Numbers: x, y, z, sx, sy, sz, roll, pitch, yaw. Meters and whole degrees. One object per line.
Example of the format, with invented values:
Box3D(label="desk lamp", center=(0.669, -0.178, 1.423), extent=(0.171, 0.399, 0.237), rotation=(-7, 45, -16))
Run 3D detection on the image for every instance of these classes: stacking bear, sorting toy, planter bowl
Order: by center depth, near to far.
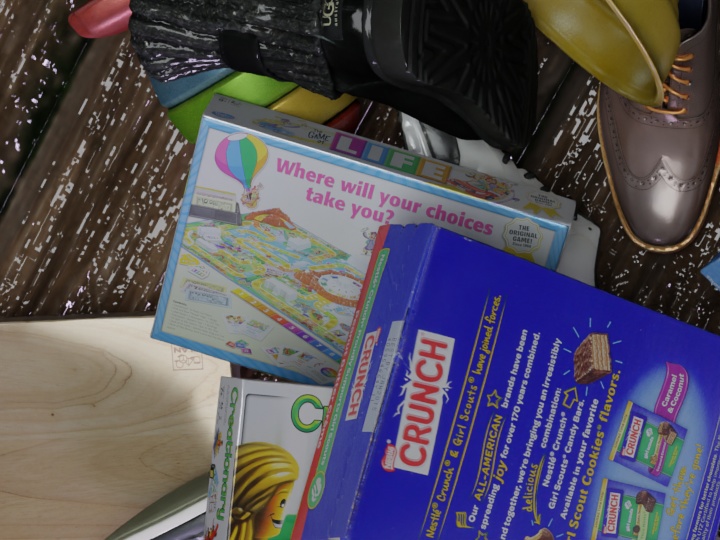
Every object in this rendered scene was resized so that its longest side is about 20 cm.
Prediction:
Box3D(label="planter bowl", center=(0.109, -0.182, 1.373), extent=(0.083, 0.200, 0.200), rotation=(-43, 88, -4))
Box3D(label="stacking bear", center=(-0.050, -0.089, 1.493), extent=(0.113, 0.121, 0.201), rotation=(-29, 99, 16))
Box3D(label="sorting toy", center=(-0.156, 0.121, 1.560), extent=(0.198, 0.070, 0.200), rotation=(-3, 98, 11))

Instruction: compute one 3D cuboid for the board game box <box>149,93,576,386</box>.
Box3D(label="board game box", center=(0.000, 0.000, 1.449), extent=(0.199, 0.034, 0.135), rotation=(17, 116, 2))

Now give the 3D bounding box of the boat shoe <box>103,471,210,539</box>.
Box3D(label="boat shoe", center=(-0.058, 0.135, 1.469), extent=(0.199, 0.075, 0.066), rotation=(-29, 97, 16))

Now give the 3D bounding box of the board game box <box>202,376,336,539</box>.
Box3D(label="board game box", center=(0.019, 0.126, 1.404), extent=(0.199, 0.035, 0.127), rotation=(6, 88, -24))

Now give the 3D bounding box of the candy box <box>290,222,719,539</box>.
Box3D(label="candy box", center=(0.083, 0.088, 1.371), extent=(0.199, 0.077, 0.170), rotation=(21, 80, -23))

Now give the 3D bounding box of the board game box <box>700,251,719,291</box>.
Box3D(label="board game box", center=(0.297, -0.017, 1.420), extent=(0.151, 0.037, 0.200), rotation=(45, 73, 2))

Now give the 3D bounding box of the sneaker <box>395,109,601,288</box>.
Box3D(label="sneaker", center=(0.083, -0.030, 1.495), extent=(0.080, 0.074, 0.201), rotation=(-27, 100, 10))

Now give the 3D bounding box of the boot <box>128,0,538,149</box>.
Box3D(label="boot", center=(-0.008, -0.116, 1.399), extent=(0.157, 0.211, 0.080), rotation=(2, 78, 27))

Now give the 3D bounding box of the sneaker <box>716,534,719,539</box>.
Box3D(label="sneaker", center=(0.126, 0.223, 1.463), extent=(0.200, 0.071, 0.080), rotation=(-43, 43, 28))

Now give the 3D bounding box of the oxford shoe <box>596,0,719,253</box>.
Box3D(label="oxford shoe", center=(0.158, -0.106, 1.461), extent=(0.071, 0.073, 0.202), rotation=(1, 99, 11))
